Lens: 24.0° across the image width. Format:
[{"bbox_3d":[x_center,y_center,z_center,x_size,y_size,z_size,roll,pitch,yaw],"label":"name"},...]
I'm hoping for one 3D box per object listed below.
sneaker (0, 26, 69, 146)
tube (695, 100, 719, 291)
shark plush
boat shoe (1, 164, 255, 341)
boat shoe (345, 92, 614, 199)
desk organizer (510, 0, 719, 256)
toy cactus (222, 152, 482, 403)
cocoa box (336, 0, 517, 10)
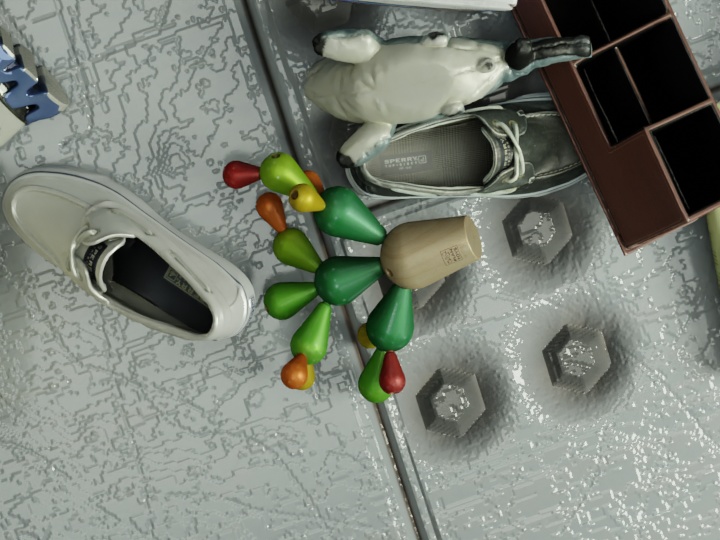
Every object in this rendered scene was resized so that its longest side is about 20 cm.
[{"bbox_3d":[-0.302,-0.141,1.129,0.115,0.081,0.199,-44,111,4],"label":"sneaker"},{"bbox_3d":[0.273,-0.019,1.208,0.051,0.058,0.202,-18,100,-10],"label":"tube"},{"bbox_3d":[0.051,-0.145,1.135,0.198,0.083,0.092,-20,102,19],"label":"shark plush"},{"bbox_3d":[-0.165,-0.013,1.148,0.198,0.065,0.074,24,105,14],"label":"boat shoe"},{"bbox_3d":[0.089,-0.079,1.181,0.197,0.071,0.073,-12,98,-4],"label":"boat shoe"},{"bbox_3d":[0.182,-0.123,1.150,0.071,0.077,0.202,-23,87,-27],"label":"desk organizer"},{"bbox_3d":[0.000,0.000,1.159,0.163,0.102,0.202,-17,102,21],"label":"toy cactus"},{"bbox_3d":[0.041,-0.276,1.120,0.131,0.131,0.203,3,97,-3],"label":"cocoa box"}]
